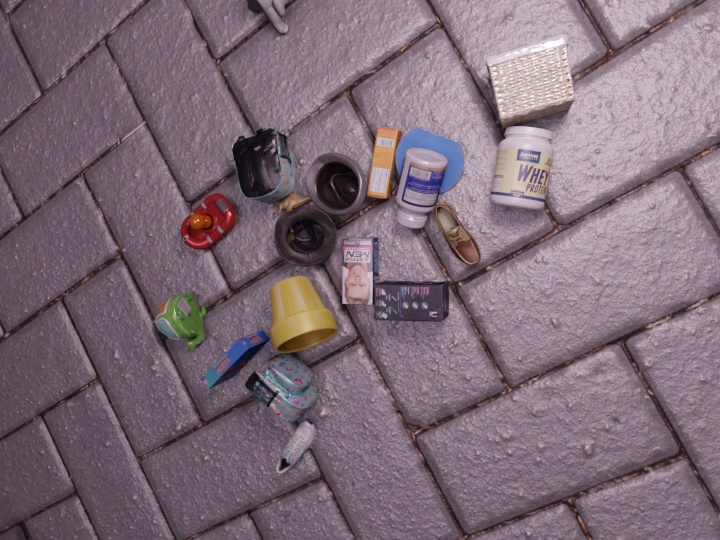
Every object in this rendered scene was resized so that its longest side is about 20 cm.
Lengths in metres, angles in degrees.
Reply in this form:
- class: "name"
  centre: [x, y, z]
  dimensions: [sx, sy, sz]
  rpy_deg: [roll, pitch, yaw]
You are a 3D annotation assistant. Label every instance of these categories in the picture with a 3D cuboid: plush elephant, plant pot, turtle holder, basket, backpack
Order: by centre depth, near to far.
- class: "basket"
  centre: [0.438, -0.477, 1.414]
  dimensions: [0.199, 0.198, 0.162]
  rpy_deg: [-13, 94, 18]
- class: "plush elephant"
  centre: [-0.264, -0.851, 1.643]
  dimensions: [0.165, 0.200, 0.155]
  rpy_deg: [41, 87, 19]
- class: "plant pot"
  centre: [-0.188, 0.127, 1.677]
  dimensions: [0.200, 0.201, 0.190]
  rpy_deg: [-25, 70, 18]
- class: "backpack"
  centre: [-0.287, -0.307, 1.684]
  dimensions: [0.175, 0.153, 0.202]
  rpy_deg: [-14, 75, 19]
- class: "backpack"
  centre: [-0.229, 0.359, 1.707]
  dimensions: [0.200, 0.177, 0.151]
  rpy_deg: [45, 111, 6]
- class: "turtle holder"
  centre: [-0.595, 0.168, 1.846]
  dimensions: [0.131, 0.186, 0.142]
  rpy_deg: [-19, 56, 18]

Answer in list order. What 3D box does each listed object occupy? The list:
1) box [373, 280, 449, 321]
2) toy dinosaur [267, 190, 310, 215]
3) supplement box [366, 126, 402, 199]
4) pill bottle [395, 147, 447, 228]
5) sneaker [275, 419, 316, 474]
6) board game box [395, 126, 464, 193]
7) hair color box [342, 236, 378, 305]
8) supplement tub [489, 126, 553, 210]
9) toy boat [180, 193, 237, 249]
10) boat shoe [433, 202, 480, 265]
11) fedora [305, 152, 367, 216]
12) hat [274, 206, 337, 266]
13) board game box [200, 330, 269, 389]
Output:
- class: "box"
  centre: [0.148, 0.087, 1.588]
  dimensions: [0.198, 0.122, 0.107]
  rpy_deg: [0, 94, 19]
- class: "toy dinosaur"
  centre: [-0.212, -0.203, 1.720]
  dimensions: [0.199, 0.058, 0.102]
  rpy_deg: [-3, 92, 18]
- class: "supplement box"
  centre: [0.070, -0.312, 1.614]
  dimensions: [0.068, 0.067, 0.202]
  rpy_deg: [14, 99, 14]
- class: "pill bottle"
  centre: [0.163, -0.228, 1.544]
  dimensions: [0.119, 0.120, 0.201]
  rpy_deg: [22, 121, 15]
- class: "sneaker"
  centre: [-0.208, 0.571, 1.763]
  dimensions: [0.075, 0.087, 0.201]
  rpy_deg: [31, 102, 15]
- class: "board game box"
  centre: [0.200, -0.317, 1.580]
  dimensions: [0.199, 0.039, 0.159]
  rpy_deg: [22, 121, 8]
- class: "hair color box"
  centre: [0.000, 0.000, 1.664]
  dimensions: [0.099, 0.060, 0.202]
  rpy_deg: [1, 95, 19]
- class: "supplement tub"
  centre: [0.427, -0.267, 1.457]
  dimensions: [0.144, 0.145, 0.202]
  rpy_deg: [10, 98, 17]
- class: "toy boat"
  centre: [-0.505, -0.155, 1.781]
  dimensions: [0.200, 0.131, 0.131]
  rpy_deg: [-40, 81, 17]
- class: "boat shoe"
  centre: [0.265, -0.103, 1.560]
  dimensions: [0.075, 0.074, 0.201]
  rpy_deg: [-36, 83, 18]
- class: "fedora"
  centre: [-0.056, -0.252, 1.643]
  dimensions: [0.199, 0.090, 0.178]
  rpy_deg: [26, 104, 24]
- class: "hat"
  centre: [-0.161, -0.108, 1.693]
  dimensions: [0.199, 0.081, 0.202]
  rpy_deg: [3, 104, 10]
- class: "board game box"
  centre: [-0.399, 0.284, 1.769]
  dimensions: [0.200, 0.152, 0.045]
  rpy_deg: [-45, 81, 17]
